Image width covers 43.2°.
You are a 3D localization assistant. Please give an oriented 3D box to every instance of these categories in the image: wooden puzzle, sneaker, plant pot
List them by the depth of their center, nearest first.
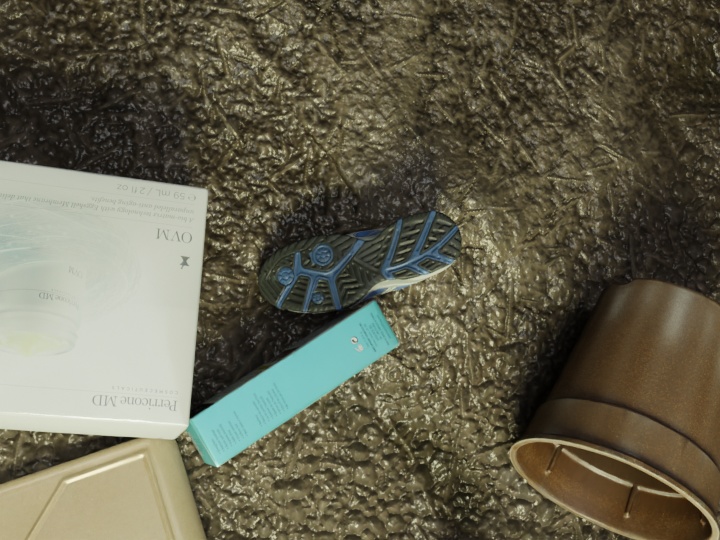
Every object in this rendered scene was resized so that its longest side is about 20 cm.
[{"bbox_3d":[-0.227,0.254,0.771,0.197,0.037,0.187,-15,74,-23],"label":"wooden puzzle"},{"bbox_3d":[0.000,0.000,0.877,0.197,0.077,0.077,-11,81,0],"label":"sneaker"},{"bbox_3d":[0.274,0.130,0.885,0.199,0.200,0.200,34,66,-9],"label":"plant pot"}]

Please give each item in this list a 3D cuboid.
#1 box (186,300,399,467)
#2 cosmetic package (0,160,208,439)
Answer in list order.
[{"bbox_3d":[-0.065,0.102,0.832,0.199,0.082,0.050,-32,92,-19],"label":"box"},{"bbox_3d":[-0.238,0.030,0.760,0.196,0.123,0.203,6,75,-15],"label":"cosmetic package"}]
